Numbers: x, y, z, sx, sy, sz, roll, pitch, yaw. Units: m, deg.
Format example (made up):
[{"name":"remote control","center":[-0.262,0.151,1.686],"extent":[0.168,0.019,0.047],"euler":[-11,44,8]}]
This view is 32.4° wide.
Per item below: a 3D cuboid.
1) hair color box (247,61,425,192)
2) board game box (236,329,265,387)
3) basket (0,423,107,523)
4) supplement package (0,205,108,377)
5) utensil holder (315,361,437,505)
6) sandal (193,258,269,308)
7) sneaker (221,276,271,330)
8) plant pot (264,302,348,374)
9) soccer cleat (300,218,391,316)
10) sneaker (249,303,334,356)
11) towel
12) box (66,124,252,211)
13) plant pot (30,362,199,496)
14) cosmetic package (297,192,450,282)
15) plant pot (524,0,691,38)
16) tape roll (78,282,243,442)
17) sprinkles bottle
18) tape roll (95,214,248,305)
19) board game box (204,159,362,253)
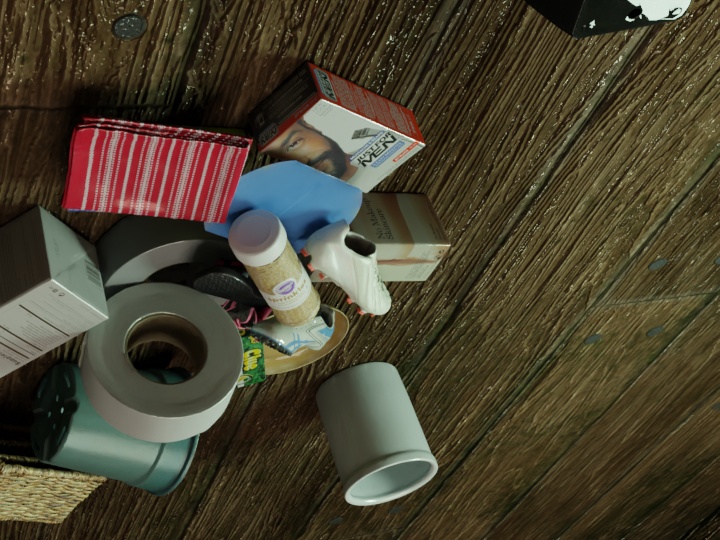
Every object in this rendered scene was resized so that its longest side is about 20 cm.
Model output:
[{"name":"hair color box","center":[-0.027,-0.171,1.525],"extent":[0.111,0.064,0.200],"euler":[-38,146,29]},{"name":"board game box","center":[-0.199,0.138,1.900],"extent":[0.105,0.023,0.200],"euler":[-17,156,-10]},{"name":"basket","center":[-0.513,0.290,1.901],"extent":[0.200,0.143,0.149],"euler":[15,133,-43]},{"name":"supplement package","center":[-0.435,0.035,1.540],"extent":[0.200,0.121,0.120],"euler":[-28,145,13]},{"name":"utensil holder","center":[0.023,0.284,2.175],"extent":[0.170,0.200,0.170],"euler":[-16,151,-9]},{"name":"sandal","center":[-0.163,0.012,1.633],"extent":[0.075,0.045,0.200],"euler":[-1,169,16]},{"name":"sneaker","center":[-0.178,0.053,1.770],"extent":[0.200,0.095,0.079],"euler":[-31,152,18]},{"name":"plant pot","center":[-0.117,0.103,1.960],"extent":[0.200,0.028,0.200],"euler":[-16,150,-10]},{"name":"soccer cleat","center":[0.000,0.000,1.625],"extent":[0.078,0.069,0.200],"euler":[-36,142,11]},{"name":"sneaker","center":[-0.093,0.076,1.720],"extent":[0.073,0.072,0.200],"euler":[-67,162,8]},{"name":"towel","center":[-0.235,-0.110,1.412],"extent":[0.200,0.023,0.145],"euler":[5,139,-20]},{"name":"box","center":[-0.244,-0.120,1.486],"extent":[0.200,0.048,0.122],"euler":[0,144,-33]},{"name":"plant pot","center":[-0.373,0.226,1.852],"extent":[0.196,0.200,0.200],"euler":[16,135,-36]},{"name":"cosmetic package","center":[0.010,-0.047,1.716],"extent":[0.200,0.103,0.087],"euler":[-2,143,-33]},{"name":"plant pot","center":[0.259,-0.357,1.284],"extent":[0.199,0.178,0.200],"euler":[-12,151,-14]},{"name":"tape roll","center":[-0.254,0.115,1.584],"extent":[0.202,0.203,0.071],"euler":[-7,150,-23]},{"name":"sprinkles bottle","center":[-0.106,0.000,1.574],"extent":[0.068,0.068,0.200],"euler":[-22,149,2]},{"name":"tape roll","center":[-0.252,-0.007,1.652],"extent":[0.200,0.066,0.200],"euler":[-15,150,-9]},{"name":"board game box","center":[-0.097,-0.089,1.543],"extent":[0.158,0.039,0.200],"euler":[-37,143,30]}]
